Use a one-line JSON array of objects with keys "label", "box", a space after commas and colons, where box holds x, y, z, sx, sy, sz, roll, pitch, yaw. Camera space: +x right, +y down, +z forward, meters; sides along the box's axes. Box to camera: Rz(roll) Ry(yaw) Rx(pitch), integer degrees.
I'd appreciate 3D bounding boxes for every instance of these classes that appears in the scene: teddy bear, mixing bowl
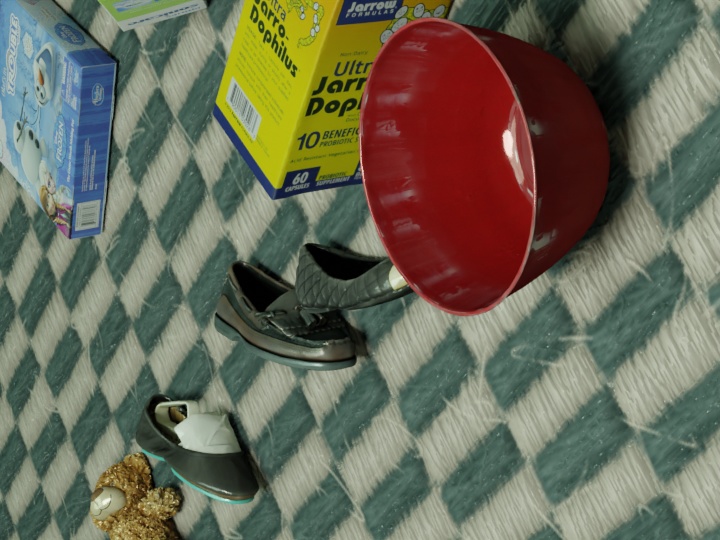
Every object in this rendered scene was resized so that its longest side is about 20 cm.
[{"label": "teddy bear", "box": [-0.222, 0.284, 1.959, 0.145, 0.067, 0.200, -41, 67, 52]}, {"label": "mixing bowl", "box": [0.097, -0.078, 1.300, 0.200, 0.108, 0.200, 25, 120, 51]}]

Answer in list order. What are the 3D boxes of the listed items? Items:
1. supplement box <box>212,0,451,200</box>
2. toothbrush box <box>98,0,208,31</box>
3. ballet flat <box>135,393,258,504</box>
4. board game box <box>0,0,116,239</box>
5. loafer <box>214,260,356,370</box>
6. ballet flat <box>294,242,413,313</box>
[{"label": "supplement box", "box": [-0.023, -0.167, 1.456, 0.110, 0.109, 0.200, 55, 141, 33]}, {"label": "toothbrush box", "box": [-0.198, -0.301, 1.624, 0.200, 0.086, 0.146, 43, -149, -84]}, {"label": "ballet flat", "box": [-0.161, 0.163, 1.827, 0.200, 0.068, 0.069, 19, 108, 53]}, {"label": "board game box", "box": [-0.321, -0.167, 1.986, 0.199, 0.043, 0.200, 44, 135, 44]}, {"label": "loafer", "box": [-0.070, 0.038, 1.640, 0.200, 0.072, 0.063, 18, 109, 56]}, {"label": "ballet flat", "box": [0.000, 0.000, 1.515, 0.200, 0.066, 0.057, -9, 97, 59]}]
